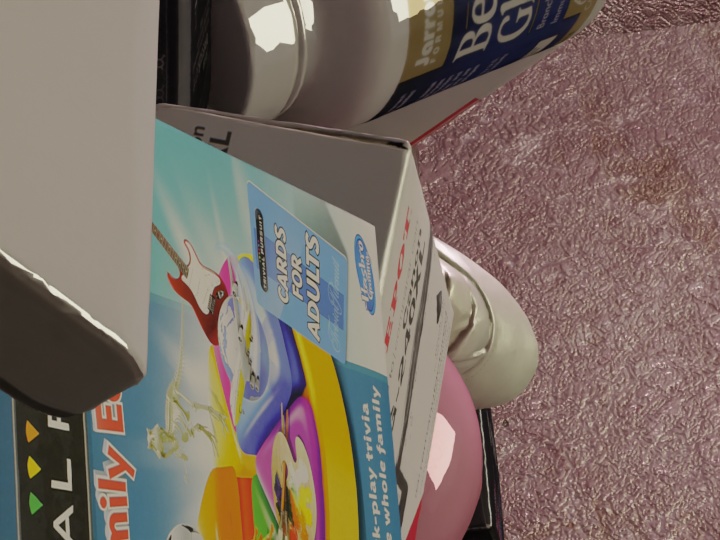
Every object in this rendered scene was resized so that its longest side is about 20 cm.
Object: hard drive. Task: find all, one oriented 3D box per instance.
[{"bbox_3d":[-0.086,-0.087,0.390,0.132,0.026,0.201,41,34,-38],"label":"hard drive"}]

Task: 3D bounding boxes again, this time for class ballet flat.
[{"bbox_3d":[0.000,0.000,0.891,0.200,0.069,0.070,38,22,-17],"label":"ballet flat"}]

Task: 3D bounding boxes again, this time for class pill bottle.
[{"bbox_3d":[0.003,-0.119,0.856,0.199,0.111,0.112,-25,127,-38],"label":"pill bottle"}]

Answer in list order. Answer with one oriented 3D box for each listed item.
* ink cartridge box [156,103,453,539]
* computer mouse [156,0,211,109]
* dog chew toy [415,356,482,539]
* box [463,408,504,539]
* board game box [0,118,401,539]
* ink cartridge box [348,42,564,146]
[{"bbox_3d":[-0.027,0.050,0.676,0.200,0.083,0.146,68,32,-74],"label":"ink cartridge box"},{"bbox_3d":[-0.080,-0.082,0.721,0.139,0.052,0.202,-82,175,-68],"label":"computer mouse"},{"bbox_3d":[-0.016,0.087,0.877,0.200,0.123,0.126,98,-13,-73],"label":"dog chew toy"},{"bbox_3d":[0.011,0.105,1.116,0.200,0.121,0.107,70,14,-74],"label":"box"},{"bbox_3d":[-0.051,0.046,0.473,0.200,0.047,0.152,24,58,-63],"label":"board game box"},{"bbox_3d":[0.002,-0.174,1.040,0.145,0.084,0.201,-32,-112,51],"label":"ink cartridge box"}]
